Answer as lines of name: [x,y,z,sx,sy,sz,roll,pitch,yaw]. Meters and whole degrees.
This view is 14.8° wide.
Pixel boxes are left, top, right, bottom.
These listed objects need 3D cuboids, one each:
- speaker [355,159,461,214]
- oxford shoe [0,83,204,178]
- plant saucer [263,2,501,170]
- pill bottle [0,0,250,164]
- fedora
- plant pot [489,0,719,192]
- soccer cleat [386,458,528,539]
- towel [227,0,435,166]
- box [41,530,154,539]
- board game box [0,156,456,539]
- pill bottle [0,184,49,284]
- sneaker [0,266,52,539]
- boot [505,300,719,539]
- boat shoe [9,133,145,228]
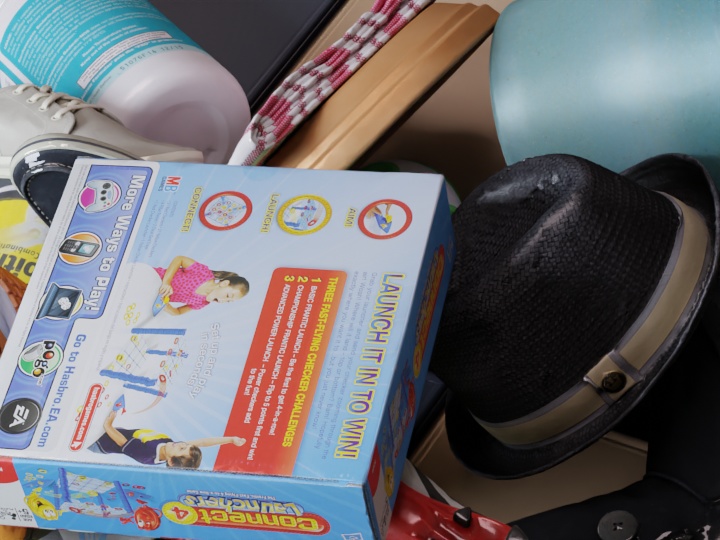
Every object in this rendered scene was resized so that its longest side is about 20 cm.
speaker: [0.000,0.000,1.515,0.088,0.089,0.200,-4,16,17]
oxford shoe: [-0.179,-0.079,1.608,0.199,0.075,0.058,7,92,33]
plant saucer: [0.000,-0.087,1.593,0.037,0.200,0.200,45,67,-1]
pill bottle: [-0.162,-0.121,1.730,0.111,0.111,0.200,-34,46,-14]
fedora: [0.090,0.006,1.418,0.200,0.092,0.201,-39,30,28]
plant pot: [0.180,-0.104,1.537,0.187,0.200,0.200,-11,43,26]
soccer cleat: [0.008,0.120,1.356,0.200,0.085,0.069,34,61,25]
towel: [-0.033,-0.101,1.597,0.030,0.146,0.200,45,56,0]
box: [-0.122,0.125,1.460,0.200,0.041,0.156,-27,0,-7]
board game box: [-0.068,0.037,1.343,0.195,0.056,0.200,4,48,14]
pill bottle: [-0.205,0.054,1.568,0.112,0.112,0.200,2,45,22]
sneaker: [-0.200,0.083,1.423,0.092,0.076,0.200,-47,35,23]
boot: [0.136,0.111,1.416,0.168,0.077,0.200,-19,50,-3]
boat shoe: [-0.116,-0.001,1.543,0.075,0.200,0.062,-33,23,35]
